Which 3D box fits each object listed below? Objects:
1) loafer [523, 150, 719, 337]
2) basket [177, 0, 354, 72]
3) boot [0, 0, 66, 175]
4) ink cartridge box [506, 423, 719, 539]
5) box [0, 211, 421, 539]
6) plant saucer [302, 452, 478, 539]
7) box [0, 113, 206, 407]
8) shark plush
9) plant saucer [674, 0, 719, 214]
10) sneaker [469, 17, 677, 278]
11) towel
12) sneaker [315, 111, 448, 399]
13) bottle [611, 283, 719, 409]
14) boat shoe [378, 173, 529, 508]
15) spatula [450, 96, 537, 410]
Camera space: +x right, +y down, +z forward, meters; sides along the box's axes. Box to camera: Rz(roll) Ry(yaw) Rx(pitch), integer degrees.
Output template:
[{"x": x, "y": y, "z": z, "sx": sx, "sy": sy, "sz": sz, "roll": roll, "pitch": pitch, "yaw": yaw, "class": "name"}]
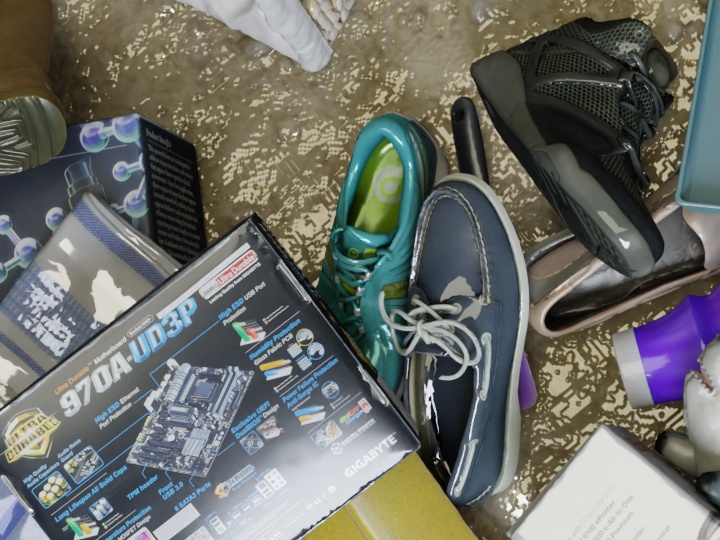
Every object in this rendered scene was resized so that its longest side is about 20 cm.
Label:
[{"x": 0.186, "y": -0.015, "z": 0.994, "sx": 0.199, "sy": 0.063, "sz": 0.072, "roll": -28, "pitch": 113, "yaw": 13, "class": "loafer"}, {"x": -0.087, "y": -0.254, "z": 1.028, "sx": 0.199, "sy": 0.198, "sz": 0.161, "roll": 29, "pitch": 87, "yaw": 15, "class": "basket"}, {"x": -0.269, "y": -0.112, "z": 1.047, "sx": 0.174, "sy": 0.200, "sz": 0.066, "roll": -10, "pitch": 122, "yaw": -11, "class": "boot"}, {"x": 0.191, "y": 0.179, "z": 0.938, "sx": 0.200, "sy": 0.145, "sz": 0.084, "roll": 40, "pitch": 94, "yaw": 14, "class": "ink cartridge box"}, {"x": -0.090, "y": 0.091, "z": 0.937, "sx": 0.200, "sy": 0.046, "sz": 0.159, "roll": -38, "pitch": 95, "yaw": 2, "class": "box"}, {"x": -0.030, "y": 0.189, "z": 1.008, "sx": 0.200, "sy": 0.048, "sz": 0.200, "roll": -42, "pitch": 77, "yaw": 25, "class": "plant saucer"}, {"x": -0.178, "y": 0.018, "z": 1.063, "sx": 0.147, "sy": 0.107, "sz": 0.201, "roll": -10, "pitch": 81, "yaw": 12, "class": "box"}, {"x": 0.258, "y": 0.119, "z": 0.939, "sx": 0.200, "sy": 0.091, "sz": 0.084, "roll": 35, "pitch": 95, "yaw": 0, "class": "shark plush"}, {"x": 0.232, "y": -0.114, "z": 0.987, "sx": 0.069, "sy": 0.019, "sz": 0.201, "roll": 8, "pitch": 61, "yaw": 13, "class": "plant saucer"}, {"x": 0.148, "y": -0.084, "z": 0.983, "sx": 0.114, "sy": 0.076, "sz": 0.200, "roll": -29, "pitch": 40, "yaw": 3, "class": "sneaker"}, {"x": -0.167, "y": 0.070, "z": 0.989, "sx": 0.147, "sy": 0.024, "sz": 0.200, "roll": 39, "pitch": 94, "yaw": 14, "class": "towel"}, {"x": 0.000, "y": 0.000, "z": 1.037, "sx": 0.077, "sy": 0.080, "sz": 0.201, "roll": 9, "pitch": 87, "yaw": 15, "class": "sneaker"}, {"x": 0.248, "y": 0.033, "z": 0.978, "sx": 0.199, "sy": 0.065, "sz": 0.084, "roll": -16, "pitch": 54, "yaw": 12, "class": "bottle"}, {"x": 0.053, "y": 0.045, "z": 0.998, "sx": 0.075, "sy": 0.062, "sz": 0.201, "roll": 14, "pitch": 110, "yaw": 39, "class": "boat shoe"}, {"x": 0.074, "y": -0.011, "z": 1.048, "sx": 0.056, "sy": 0.020, "sz": 0.201, "roll": -17, "pitch": 72, "yaw": 44, "class": "spatula"}]
